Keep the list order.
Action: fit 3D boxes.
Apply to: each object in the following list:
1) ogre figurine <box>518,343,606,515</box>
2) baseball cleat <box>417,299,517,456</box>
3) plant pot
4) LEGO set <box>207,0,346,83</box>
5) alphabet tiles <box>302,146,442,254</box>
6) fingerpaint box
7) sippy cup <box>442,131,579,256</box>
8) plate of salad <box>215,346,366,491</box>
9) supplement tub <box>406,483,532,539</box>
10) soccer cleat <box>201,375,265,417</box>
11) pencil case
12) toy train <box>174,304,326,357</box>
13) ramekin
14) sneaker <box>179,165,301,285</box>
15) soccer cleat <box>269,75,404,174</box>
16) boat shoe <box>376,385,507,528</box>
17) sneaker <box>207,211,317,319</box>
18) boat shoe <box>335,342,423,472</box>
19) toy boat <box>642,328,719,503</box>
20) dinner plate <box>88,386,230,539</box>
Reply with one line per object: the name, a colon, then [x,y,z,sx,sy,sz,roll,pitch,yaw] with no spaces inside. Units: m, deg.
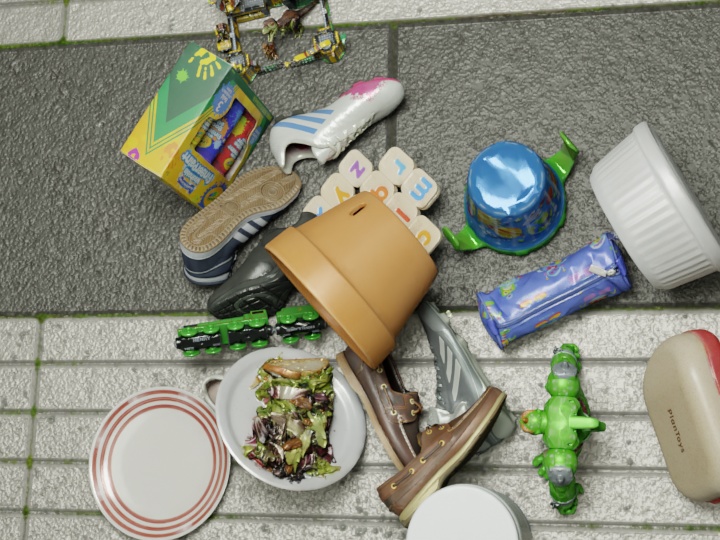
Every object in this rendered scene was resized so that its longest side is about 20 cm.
ogre figurine: [0.245,0.184,1.496,0.097,0.120,0.202,20,82,16]
baseball cleat: [0.109,0.138,1.563,0.106,0.070,0.201,-35,72,3]
plant pot: [0.000,0.000,1.511,0.140,0.200,0.200,-42,73,-5]
LEGO set: [-0.121,-0.345,1.693,0.198,0.116,0.156,-4,77,12]
alphabet tiles: [0.014,-0.059,1.629,0.200,0.015,0.196,-50,58,9]
fingerpaint box: [-0.208,-0.180,1.634,0.073,0.200,0.168,31,85,16]
sippy cup: [0.189,-0.099,1.564,0.138,0.130,0.180,15,82,16]
plate of salad: [-0.083,0.179,1.559,0.198,0.048,0.202,12,53,-16]
supplement tub: [0.131,0.317,1.450,0.130,0.200,0.133,-3,77,12]
soccer cleat: [-0.124,0.199,1.597,0.199,0.078,0.070,31,86,17]
pencil case: [0.242,0.025,1.549,0.198,0.087,0.079,-26,96,7]
toy train: [-0.143,0.076,1.616,0.198,0.056,0.042,-7,113,-7]
ramekin: [0.354,-0.070,1.492,0.094,0.202,0.204,-31,73,16]
sneaker: [-0.164,-0.057,1.674,0.070,0.109,0.199,42,59,20]
soccer cleat: [-0.028,-0.187,1.661,0.198,0.070,0.087,-21,58,16]
boat shoe: [0.098,0.213,1.493,0.067,0.072,0.200,39,86,15]
sneaker: [-0.119,-0.003,1.650,0.199,0.076,0.091,-30,52,10]
boat shoe: [0.042,0.170,1.569,0.070,0.070,0.201,-32,73,8]
toy boat: [0.425,0.167,1.474,0.129,0.131,0.202,-10,74,-21]
dinner plate: [-0.264,0.255,1.645,0.198,0.024,0.203,-2,78,12]
